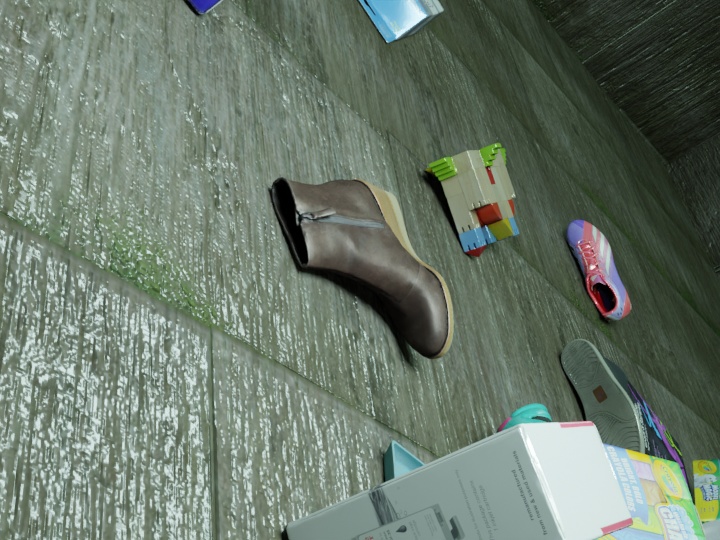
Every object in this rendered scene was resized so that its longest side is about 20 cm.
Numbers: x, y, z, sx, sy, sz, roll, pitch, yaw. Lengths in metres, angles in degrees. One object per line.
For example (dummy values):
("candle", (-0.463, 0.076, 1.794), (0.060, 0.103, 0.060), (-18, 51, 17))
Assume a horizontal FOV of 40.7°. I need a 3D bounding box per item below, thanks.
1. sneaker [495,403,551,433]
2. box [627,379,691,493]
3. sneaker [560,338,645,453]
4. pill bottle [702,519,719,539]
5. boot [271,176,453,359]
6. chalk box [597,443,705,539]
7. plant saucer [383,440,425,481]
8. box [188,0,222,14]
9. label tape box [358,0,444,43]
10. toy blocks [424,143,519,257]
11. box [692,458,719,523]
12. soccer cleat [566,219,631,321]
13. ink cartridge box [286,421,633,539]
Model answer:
("sneaker", (0.200, 0.208, 1.020), (0.200, 0.084, 0.121), (48, -5, -40))
("box", (0.437, 0.259, 1.483), (0.200, 0.036, 0.143), (47, 27, -22))
("sneaker", (0.363, 0.193, 1.370), (0.106, 0.075, 0.201), (24, 40, -47))
("pill bottle", (0.517, 0.451, 1.316), (0.201, 0.111, 0.111), (56, 24, -3))
("boot", (0.000, 0.000, 0.954), (0.166, 0.072, 0.201), (-1, 62, -48))
("chalk box", (0.226, 0.243, 0.873), (0.199, 0.125, 0.124), (17, 40, -20))
("plant saucer", (0.086, 0.230, 0.878), (0.200, 0.019, 0.070), (41, 30, -32))
("box", (-0.174, -0.397, 1.015), (0.200, 0.105, 0.184), (48, 26, -18))
("label tape box", (0.053, -0.450, 1.555), (0.145, 0.063, 0.200), (55, 24, -6))
("toy blocks", (0.172, -0.095, 1.352), (0.200, 0.099, 0.138), (-18, 89, -64))
("box", (0.534, 0.384, 1.464), (0.200, 0.048, 0.118), (-49, 126, -63))
("soccer cleat", (0.418, -0.004, 1.725), (0.076, 0.066, 0.201), (4, 60, -55))
("ink cartridge box", (0.071, 0.180, 0.690), (0.146, 0.199, 0.083), (11, 55, -58))
